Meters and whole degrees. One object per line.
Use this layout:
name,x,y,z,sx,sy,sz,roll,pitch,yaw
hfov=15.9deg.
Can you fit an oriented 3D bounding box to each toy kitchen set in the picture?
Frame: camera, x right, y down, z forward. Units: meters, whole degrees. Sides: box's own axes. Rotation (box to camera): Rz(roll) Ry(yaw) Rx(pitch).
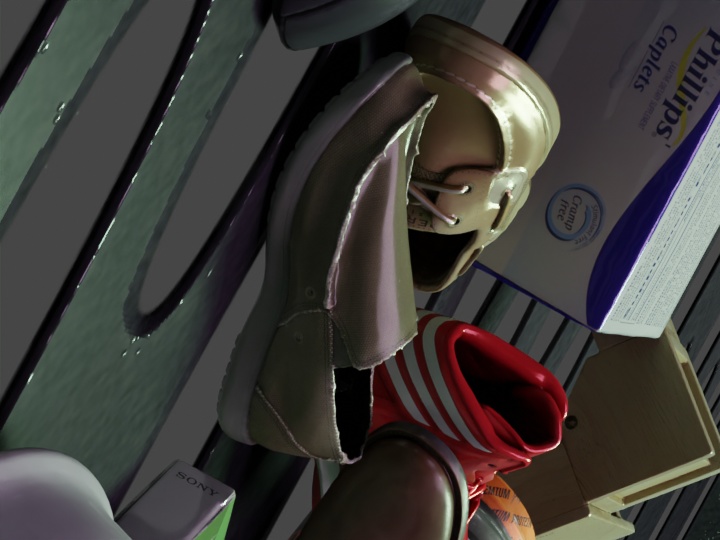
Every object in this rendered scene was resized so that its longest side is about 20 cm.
toy kitchen set,0.097,0.076,1.529,0.200,0.181,0.163,-23,165,10

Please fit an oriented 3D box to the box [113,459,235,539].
box,-0.120,0.192,1.093,0.144,0.036,0.200,-45,159,-47

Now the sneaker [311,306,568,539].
sneaker,0.040,0.098,1.173,0.078,0.115,0.200,-53,139,-31

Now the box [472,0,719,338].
box,0.139,-0.067,1.341,0.184,0.105,0.200,-62,166,5

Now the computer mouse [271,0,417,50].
computer mouse,0.028,-0.166,0.905,0.200,0.046,0.140,-60,166,-3

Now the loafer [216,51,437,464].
loafer,0.000,0.000,1.068,0.075,0.070,0.200,-43,157,-49

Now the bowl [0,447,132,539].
bowl,-0.122,0.168,0.874,0.201,0.090,0.201,-43,151,-31

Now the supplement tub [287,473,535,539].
supplement tub,0.001,0.186,1.309,0.200,0.122,0.123,-49,161,-39

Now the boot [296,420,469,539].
boot,-0.045,0.172,1.099,0.200,0.064,0.187,-41,164,-45

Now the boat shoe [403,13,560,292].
boat shoe,0.041,-0.044,1.121,0.065,0.071,0.200,-57,166,-17
